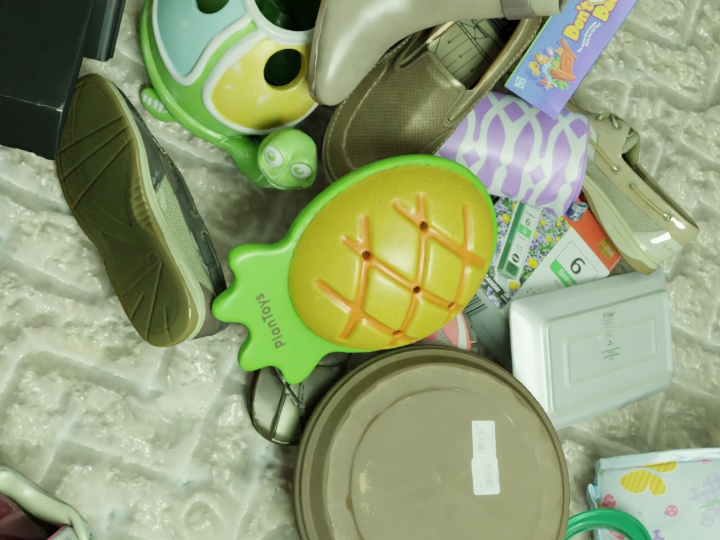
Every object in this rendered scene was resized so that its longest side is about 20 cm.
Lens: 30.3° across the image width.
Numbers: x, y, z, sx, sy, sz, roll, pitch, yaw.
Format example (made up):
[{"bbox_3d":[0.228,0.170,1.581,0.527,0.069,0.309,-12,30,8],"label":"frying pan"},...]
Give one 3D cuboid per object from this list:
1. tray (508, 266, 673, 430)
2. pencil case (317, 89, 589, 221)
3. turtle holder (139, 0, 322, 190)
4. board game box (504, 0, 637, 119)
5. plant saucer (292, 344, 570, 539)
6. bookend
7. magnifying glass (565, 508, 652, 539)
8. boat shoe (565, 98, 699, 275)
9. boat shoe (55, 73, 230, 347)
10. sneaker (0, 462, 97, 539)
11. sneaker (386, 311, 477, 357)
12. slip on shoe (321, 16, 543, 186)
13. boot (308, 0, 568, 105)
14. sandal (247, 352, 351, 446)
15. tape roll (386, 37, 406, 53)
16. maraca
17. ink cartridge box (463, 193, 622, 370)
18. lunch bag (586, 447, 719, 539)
[{"bbox_3d":[0.189,0.061,1.034,0.200,0.022,0.108,-11,98,-43],"label":"tray"},{"bbox_3d":[0.074,-0.096,0.992,0.199,0.086,0.084,14,62,-5],"label":"pencil case"},{"bbox_3d":[-0.082,-0.154,0.930,0.141,0.132,0.186,24,63,-21],"label":"turtle holder"},{"bbox_3d":[0.175,-0.201,1.005,0.045,0.135,0.200,34,22,1],"label":"board game box"},{"bbox_3d":[0.053,0.147,0.897,0.199,0.029,0.201,3,77,-15],"label":"plant saucer"},{"bbox_3d":[-0.264,-0.101,0.810,0.199,0.092,0.199,14,68,-12],"label":"bookend"},{"bbox_3d":[0.128,0.245,0.945,0.200,0.080,0.022,-36,136,-17],"label":"magnifying glass"},{"bbox_3d":[0.198,-0.094,1.073,0.072,0.065,0.200,3,53,-59],"label":"boat shoe"},{"bbox_3d":[-0.146,-0.040,0.900,0.066,0.072,0.201,5,55,-58],"label":"boat shoe"},{"bbox_3d":[-0.183,0.190,0.785,0.200,0.088,0.081,45,58,-10],"label":"sneaker"},{"bbox_3d":[0.026,0.093,0.943,0.087,0.074,0.201,18,66,-21],"label":"sneaker"},{"bbox_3d":[0.051,-0.129,0.916,0.200,0.061,0.076,-42,92,-4],"label":"slip on shoe"},{"bbox_3d":[0.062,-0.188,0.864,0.146,0.070,0.201,17,84,22],"label":"boot"},{"bbox_3d":[-0.024,0.032,0.953,0.082,0.055,0.201,25,77,-13],"label":"sandal"},{"bbox_3d":[0.074,-0.241,1.007,0.200,0.200,0.085,-24,86,-33],"label":"tape roll"},{"bbox_3d":[0.000,0.000,0.881,0.200,0.107,0.137,-27,120,-7],"label":"maraca"},{"bbox_3d":[0.149,-0.027,1.065,0.109,0.050,0.200,48,58,-6],"label":"ink cartridge box"},{"bbox_3d":[0.277,0.220,1.010,0.199,0.127,0.170,-4,72,-1],"label":"lunch bag"}]
